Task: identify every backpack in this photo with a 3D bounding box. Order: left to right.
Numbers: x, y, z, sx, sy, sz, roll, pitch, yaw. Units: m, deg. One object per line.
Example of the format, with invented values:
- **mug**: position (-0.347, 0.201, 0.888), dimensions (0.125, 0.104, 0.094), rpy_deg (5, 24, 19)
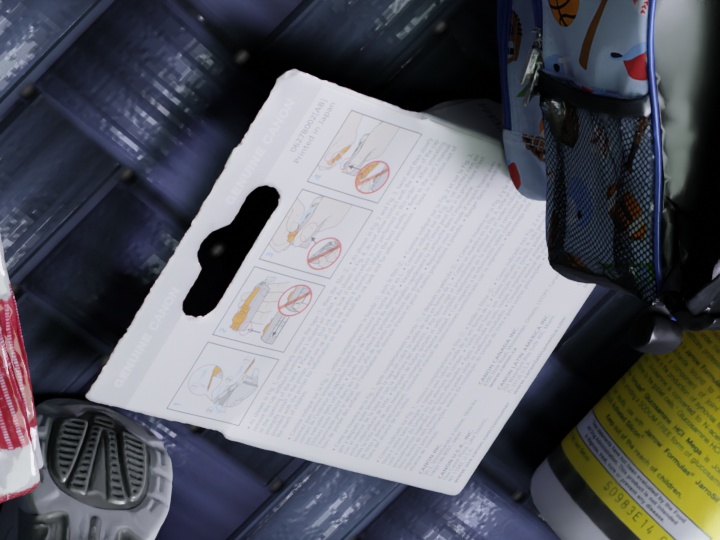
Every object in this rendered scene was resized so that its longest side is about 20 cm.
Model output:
- **backpack**: position (0.143, -0.094, 0.987), dimensions (0.200, 0.154, 0.191), rpy_deg (-21, 122, -35)

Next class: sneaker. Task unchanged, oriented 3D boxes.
- **sneaker**: position (-0.117, 0.145, 0.996), dimensions (0.078, 0.200, 0.100), rpy_deg (20, 126, -7)

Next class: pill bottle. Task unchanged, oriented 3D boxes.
- **pill bottle**: position (0.180, 0.062, 1.176), dimensions (0.200, 0.112, 0.112), rpy_deg (-48, 136, 9)

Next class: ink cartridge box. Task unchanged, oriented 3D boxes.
- **ink cartridge box**: position (0.000, 0.000, 1.057), dimensions (0.200, 0.050, 0.161), rpy_deg (18, 113, -37)

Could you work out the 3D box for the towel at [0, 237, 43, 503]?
- **towel**: position (-0.184, 0.001, 0.863), dimensions (0.144, 0.023, 0.201), rpy_deg (-17, 110, -26)
